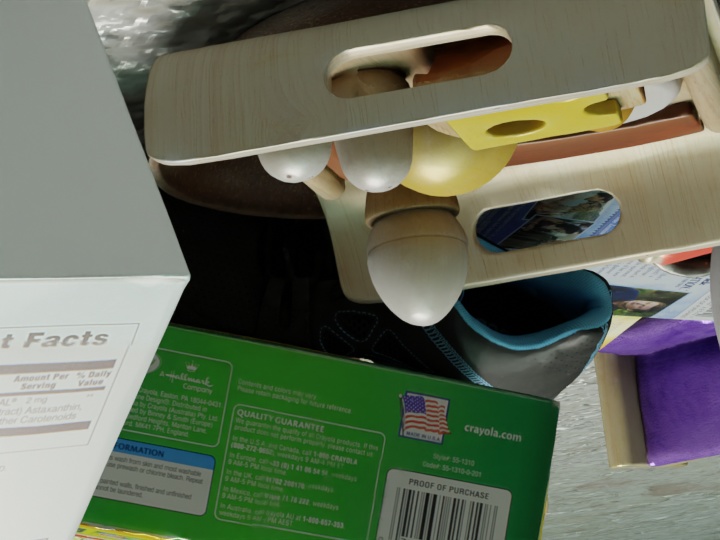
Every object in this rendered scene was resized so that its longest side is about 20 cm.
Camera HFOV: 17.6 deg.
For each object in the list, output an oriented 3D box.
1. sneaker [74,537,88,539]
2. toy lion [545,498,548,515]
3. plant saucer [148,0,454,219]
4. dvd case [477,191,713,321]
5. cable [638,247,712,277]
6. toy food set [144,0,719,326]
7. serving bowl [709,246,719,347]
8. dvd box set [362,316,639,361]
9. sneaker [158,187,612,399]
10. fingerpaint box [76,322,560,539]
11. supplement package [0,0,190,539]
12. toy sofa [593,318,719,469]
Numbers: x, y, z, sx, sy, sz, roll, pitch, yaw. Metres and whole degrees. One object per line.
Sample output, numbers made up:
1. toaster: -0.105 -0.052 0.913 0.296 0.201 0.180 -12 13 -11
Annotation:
1. sneaker: -0.107 0.080 0.941 0.199 0.078 0.080 -1 172 3
2. toy lion: -0.044 0.108 1.054 0.192 0.069 0.200 -45 126 15
3. plant saucer: 0.030 -0.058 0.742 0.200 0.037 0.200 -8 168 -2
4. dvd case: 0.100 -0.014 0.950 0.199 0.018 0.143 4 158 -19
5. cable: 0.179 -0.034 0.853 0.199 0.050 0.097 -2 129 -1
6. toy food set: 0.038 -0.027 0.659 0.143 0.061 0.200 -9 168 12
7. serving bowl: 0.210 -0.025 0.809 0.199 0.066 0.200 -10 135 -10
8. dvd box set: 0.068 0.016 1.117 0.146 0.029 0.200 -5 167 -10
9. sneaker: 0.000 0.000 0.875 0.199 0.073 0.082 14 152 -19
10. fingerpaint box: -0.050 0.064 0.814 0.199 0.074 0.167 11 171 -9
11. supplement package: -0.154 0.015 0.523 0.150 0.152 0.200 -1 138 -28
12. toy sofa: 0.214 0.051 1.245 0.200 0.083 0.097 -17 166 39
